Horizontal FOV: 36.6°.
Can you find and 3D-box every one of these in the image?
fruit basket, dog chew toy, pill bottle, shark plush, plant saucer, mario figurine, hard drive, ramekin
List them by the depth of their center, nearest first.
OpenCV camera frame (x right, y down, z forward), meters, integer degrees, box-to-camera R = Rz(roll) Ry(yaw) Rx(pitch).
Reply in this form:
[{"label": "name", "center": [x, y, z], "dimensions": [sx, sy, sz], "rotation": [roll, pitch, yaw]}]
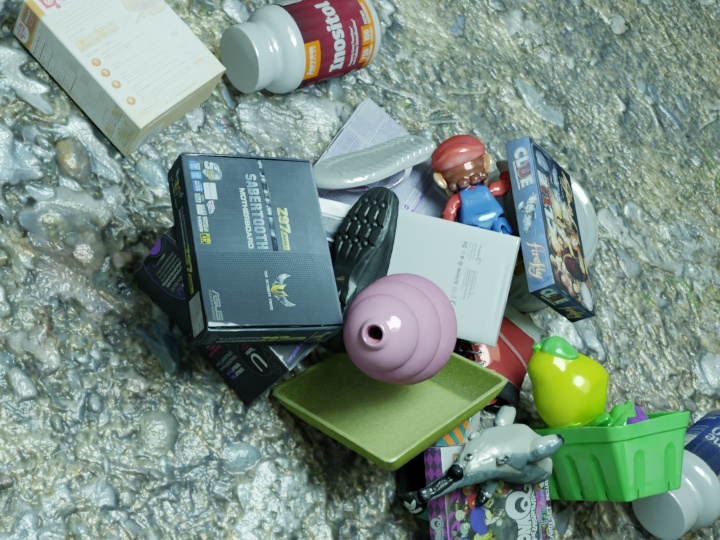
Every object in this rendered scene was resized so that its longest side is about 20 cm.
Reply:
[{"label": "dog chew toy", "center": [0.036, 0.064, 1.173], "dimensions": [0.125, 0.124, 0.200], "rotation": [60, 12, 8]}, {"label": "shark plush", "center": [0.150, 0.226, 1.206], "dimensions": [0.090, 0.084, 0.199], "rotation": [22, 28, 34]}, {"label": "plant saucer", "center": [0.033, 0.151, 1.247], "dimensions": [0.199, 0.199, 0.048], "rotation": [-27, 125, -36]}, {"label": "hard drive", "center": [0.082, 0.003, 1.314], "dimensions": [0.197, 0.027, 0.134], "rotation": [14, 93, 14]}, {"label": "fruit basket", "center": [0.281, 0.176, 1.334], "dimensions": [0.154, 0.215, 0.218], "rotation": [-5, 69, -31]}, {"label": "mario figurine", "center": [0.150, -0.078, 1.383], "dimensions": [0.122, 0.106, 0.202], "rotation": [-2, 65, -36]}, {"label": "pill bottle", "center": [-0.078, -0.296, 1.416], "dimensions": [0.199, 0.113, 0.114], "rotation": [-25, 80, -35]}, {"label": "pill bottle", "center": [0.449, 0.270, 1.439], "dimensions": [0.199, 0.111, 0.112], "rotation": [-26, 81, -36]}, {"label": "ramekin", "center": [0.230, -0.055, 1.478], "dimensions": [0.198, 0.105, 0.203], "rotation": [13, 62, -24]}]

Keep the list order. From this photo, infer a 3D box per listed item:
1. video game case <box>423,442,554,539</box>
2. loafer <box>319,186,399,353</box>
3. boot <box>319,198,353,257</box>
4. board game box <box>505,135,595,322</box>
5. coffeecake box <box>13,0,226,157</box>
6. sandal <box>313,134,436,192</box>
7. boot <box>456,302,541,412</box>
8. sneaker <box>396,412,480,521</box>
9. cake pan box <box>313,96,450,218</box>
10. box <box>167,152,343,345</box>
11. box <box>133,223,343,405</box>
[{"label": "video game case", "center": [0.154, 0.298, 1.259], "dimensions": [0.180, 0.036, 0.203], "rotation": [3, 80, -40]}, {"label": "loafer", "center": [0.000, 0.000, 1.289], "dimensions": [0.070, 0.068, 0.203], "rotation": [26, 83, -56]}, {"label": "boot", "center": [-0.107, -0.052, 1.308], "dimensions": [0.197, 0.073, 0.092], "rotation": [12, 90, -3]}, {"label": "board game box", "center": [0.236, -0.050, 1.355], "dimensions": [0.135, 0.034, 0.203], "rotation": [29, 49, -52]}, {"label": "coffeecake box", "center": [-0.287, -0.263, 1.305], "dimensions": [0.200, 0.073, 0.153], "rotation": [48, 53, -1]}, {"label": "sandal", "center": [0.024, -0.122, 1.364], "dimensions": [0.201, 0.082, 0.050], "rotation": [-23, 122, -37]}, {"label": "boot", "center": [0.133, 0.091, 1.376], "dimensions": [0.199, 0.072, 0.145], "rotation": [35, 56, -14]}, {"label": "sneaker", "center": [0.088, 0.193, 1.288], "dimensions": [0.080, 0.071, 0.202], "rotation": [31, 55, -34]}, {"label": "cake pan box", "center": [0.028, -0.106, 1.423], "dimensions": [0.184, 0.052, 0.201], "rotation": [40, 54, -10]}, {"label": "box", "center": [-0.111, -0.023, 1.148], "dimensions": [0.156, 0.051, 0.203], "rotation": [2, 66, -31]}, {"label": "box", "center": [-0.138, 0.029, 1.216], "dimensions": [0.200, 0.122, 0.106], "rotation": [48, 52, -1]}]
